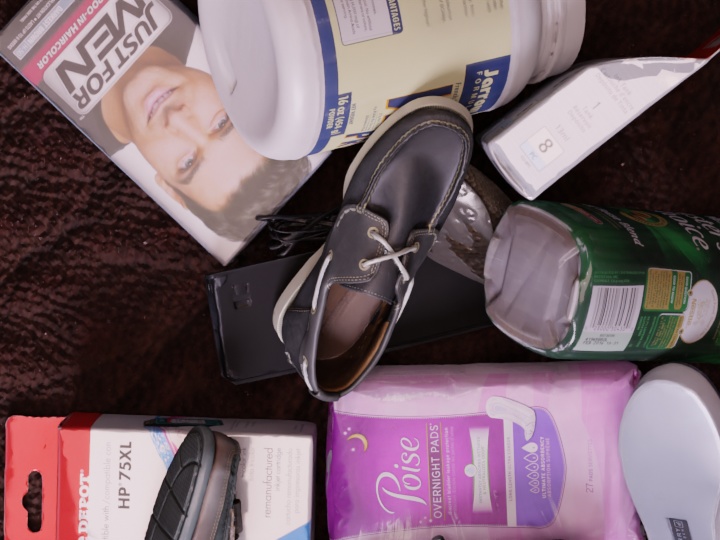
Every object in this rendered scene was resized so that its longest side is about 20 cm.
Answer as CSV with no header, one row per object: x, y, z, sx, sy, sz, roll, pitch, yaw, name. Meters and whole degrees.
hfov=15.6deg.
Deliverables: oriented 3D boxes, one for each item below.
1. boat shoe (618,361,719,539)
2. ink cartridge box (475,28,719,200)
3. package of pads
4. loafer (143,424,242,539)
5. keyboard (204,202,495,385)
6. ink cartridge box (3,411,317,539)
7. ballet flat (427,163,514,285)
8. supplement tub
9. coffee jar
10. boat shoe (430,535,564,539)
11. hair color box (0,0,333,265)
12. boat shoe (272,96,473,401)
0.213,0.120,1.592,0.074,0.086,0.203,6,131,31,boat shoe
0.160,-0.122,1.567,0.200,0.160,0.047,-39,93,3,ink cartridge box
0.077,0.117,1.623,0.198,0.076,0.121,-2,94,2,package of pads
-0.101,0.190,1.578,0.063,0.072,0.201,14,103,-20,loafer
0.000,0.000,1.627,0.199,0.040,0.105,-12,111,-15,keyboard
-0.128,0.151,1.634,0.198,0.067,0.117,1,95,1,ink cartridge box
0.085,-0.020,1.605,0.200,0.047,0.067,39,135,-22,ballet flat
0.018,-0.155,1.554,0.199,0.145,0.146,-15,93,-21,supplement tub
0.179,0.009,1.563,0.199,0.104,0.086,4,105,-33,coffee jar
0.045,0.197,1.577,0.199,0.075,0.062,-20,48,2,boat shoe
-0.121,-0.107,1.625,0.200,0.061,0.099,43,93,-2,hair color box
0.015,-0.011,1.537,0.071,0.068,0.201,16,121,-24,boat shoe
